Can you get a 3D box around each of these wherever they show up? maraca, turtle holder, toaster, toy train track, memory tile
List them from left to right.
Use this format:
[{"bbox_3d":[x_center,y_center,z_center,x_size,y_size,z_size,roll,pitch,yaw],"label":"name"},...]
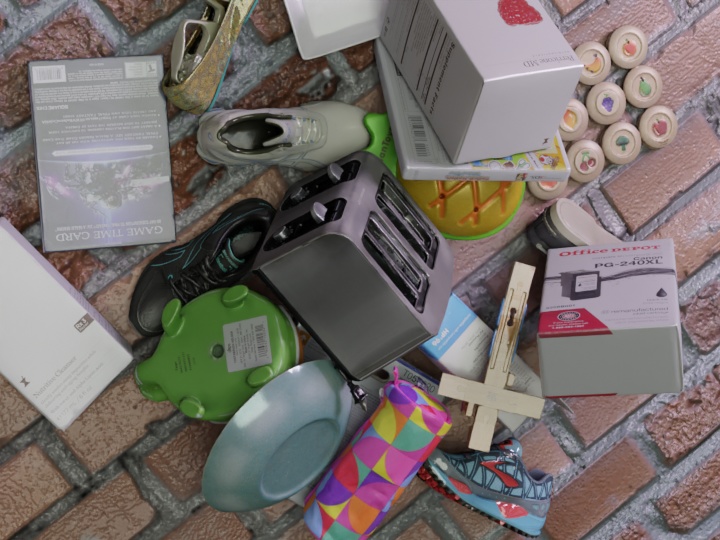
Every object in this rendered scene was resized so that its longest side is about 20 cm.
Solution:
[{"bbox_3d":[-0.143,0.104,1.429,0.185,0.132,0.141,-42,68,7],"label":"turtle holder"},{"bbox_3d":[0.000,0.000,1.409,0.118,0.181,0.200,-30,111,27],"label":"toaster"},{"bbox_3d":[0.087,-0.110,1.488,0.199,0.107,0.138,20,85,-13],"label":"maraca"},{"bbox_3d":[0.146,0.091,1.447,0.114,0.033,0.202,15,90,-7],"label":"toy train track"},{"bbox_3d":[0.261,-0.182,1.568,0.199,0.017,0.154,-25,101,-9],"label":"memory tile"}]

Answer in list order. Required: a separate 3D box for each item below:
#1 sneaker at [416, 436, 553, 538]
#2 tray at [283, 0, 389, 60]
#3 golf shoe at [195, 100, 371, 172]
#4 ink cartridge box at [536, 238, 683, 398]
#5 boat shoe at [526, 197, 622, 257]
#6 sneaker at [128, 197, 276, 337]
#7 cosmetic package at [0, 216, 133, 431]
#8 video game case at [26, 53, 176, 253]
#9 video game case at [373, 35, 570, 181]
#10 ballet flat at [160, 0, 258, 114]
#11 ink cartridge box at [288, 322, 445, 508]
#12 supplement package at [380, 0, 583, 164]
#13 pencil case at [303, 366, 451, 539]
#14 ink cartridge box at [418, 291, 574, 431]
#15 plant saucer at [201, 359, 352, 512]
[{"bbox_3d":[0.141,0.227,1.558,0.199,0.079,0.096,31,82,-30],"label":"sneaker"},{"bbox_3d":[0.011,-0.310,1.491,0.199,0.022,0.108,-20,101,-11],"label":"tray"},{"bbox_3d":[-0.073,-0.141,1.453,0.198,0.097,0.079,-7,96,-14],"label":"golf shoe"},{"bbox_3d":[0.266,0.048,1.453,0.144,0.200,0.084,-5,116,13],"label":"ink cartridge box"},{"bbox_3d":[0.274,-0.003,1.582,0.200,0.073,0.063,41,129,-20],"label":"boat shoe"},{"bbox_3d":[-0.169,-0.005,1.455,0.200,0.079,0.075,-44,104,-4],"label":"sneaker"},{"bbox_3d":[-0.343,0.053,1.418,0.113,0.081,0.200,-46,105,-3],"label":"cosmetic package"},{"bbox_3d":[-0.273,-0.124,1.447,0.142,0.019,0.202,-5,98,-13],"label":"video game case"},{"bbox_3d":[0.116,-0.175,1.464,0.181,0.201,0.023,0,141,-13],"label":"video game case"},{"bbox_3d":[-0.153,-0.263,1.430,0.070,0.071,0.201,23,94,-15],"label":"ballet flat"},{"bbox_3d":[-0.031,0.168,1.526,0.199,0.041,0.201,32,89,-15],"label":"ink cartridge box"},{"bbox_3d":[0.121,-0.228,1.414,0.120,0.120,0.201,-11,54,-23],"label":"supplement package"},{"bbox_3d":[0.016,0.206,1.457,0.088,0.088,0.201,30,102,-15],"label":"pencil case"},{"bbox_3d":[0.134,0.107,1.520,0.200,0.116,0.068,43,87,-14],"label":"ink cartridge box"},{"bbox_3d":[-0.073,0.183,1.410,0.201,0.201,0.039,-46,60,-5],"label":"plant saucer"}]
